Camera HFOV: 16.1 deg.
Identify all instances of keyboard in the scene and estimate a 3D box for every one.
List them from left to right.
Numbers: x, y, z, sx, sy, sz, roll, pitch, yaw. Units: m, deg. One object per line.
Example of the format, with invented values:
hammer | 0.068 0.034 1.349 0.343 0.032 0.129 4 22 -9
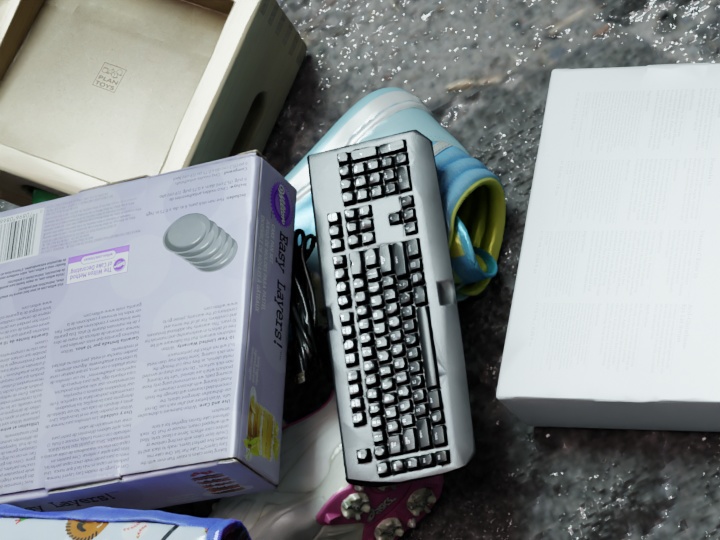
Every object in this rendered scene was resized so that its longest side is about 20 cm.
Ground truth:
keyboard | -0.001 0.020 1.369 0.104 0.040 0.200 -16 65 17

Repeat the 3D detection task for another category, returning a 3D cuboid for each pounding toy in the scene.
pounding toy | -0.158 -0.085 1.544 0.184 0.142 0.200 20 80 18

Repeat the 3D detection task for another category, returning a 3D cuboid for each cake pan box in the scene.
cake pan box | -0.134 0.042 1.385 0.200 0.052 0.184 -12 58 25

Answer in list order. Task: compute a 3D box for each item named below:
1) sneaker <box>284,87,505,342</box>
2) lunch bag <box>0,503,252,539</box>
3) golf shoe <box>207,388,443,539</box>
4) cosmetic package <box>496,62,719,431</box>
sneaker | 0.000 0.000 1.439 0.131 0.080 0.200 38 89 36
lunch bag | -0.128 0.222 1.327 0.170 0.124 0.200 0 103 25
golf shoe | -0.051 0.140 1.411 0.200 0.075 0.092 -33 47 1
cosmetic package | 0.166 -0.014 1.374 0.151 0.052 0.200 0 67 30
